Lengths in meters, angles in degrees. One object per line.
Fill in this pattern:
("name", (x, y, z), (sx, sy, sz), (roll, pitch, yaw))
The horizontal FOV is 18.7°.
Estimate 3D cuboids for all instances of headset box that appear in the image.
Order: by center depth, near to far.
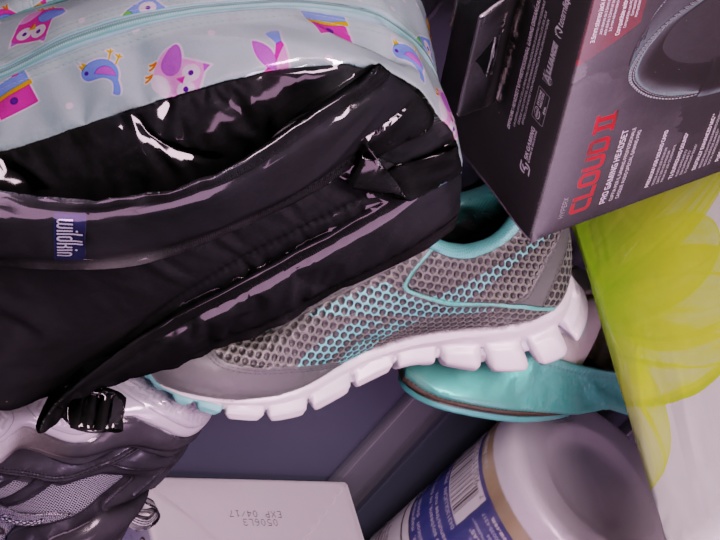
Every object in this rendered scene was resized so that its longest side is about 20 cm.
("headset box", (0.120, -0.105, 0.780), (0.199, 0.077, 0.149), (-21, 147, -23))

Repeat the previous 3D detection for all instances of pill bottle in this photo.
("pill bottle", (0.058, 0.163, 1.114), (0.111, 0.111, 0.200), (14, 134, -37))

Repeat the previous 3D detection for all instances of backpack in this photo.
("backpack", (-0.067, -0.045, 0.769), (0.199, 0.127, 0.167), (-21, 148, 7))

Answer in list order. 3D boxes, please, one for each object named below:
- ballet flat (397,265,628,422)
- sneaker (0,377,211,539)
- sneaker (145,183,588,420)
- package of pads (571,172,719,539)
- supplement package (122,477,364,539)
("ballet flat", (0.106, 0.032, 1.011), (0.199, 0.067, 0.071), (8, 118, -34))
("sneaker", (-0.162, 0.085, 0.927), (0.199, 0.076, 0.114), (-1, 128, -28))
("sneaker", (0.000, 0.000, 0.922), (0.199, 0.078, 0.092), (-12, 129, -14))
("package of pads", (0.170, 0.014, 0.888), (0.068, 0.201, 0.154), (22, 129, -35))
("supplement package", (-0.083, 0.210, 1.106), (0.121, 0.120, 0.200), (4, 139, -29))
